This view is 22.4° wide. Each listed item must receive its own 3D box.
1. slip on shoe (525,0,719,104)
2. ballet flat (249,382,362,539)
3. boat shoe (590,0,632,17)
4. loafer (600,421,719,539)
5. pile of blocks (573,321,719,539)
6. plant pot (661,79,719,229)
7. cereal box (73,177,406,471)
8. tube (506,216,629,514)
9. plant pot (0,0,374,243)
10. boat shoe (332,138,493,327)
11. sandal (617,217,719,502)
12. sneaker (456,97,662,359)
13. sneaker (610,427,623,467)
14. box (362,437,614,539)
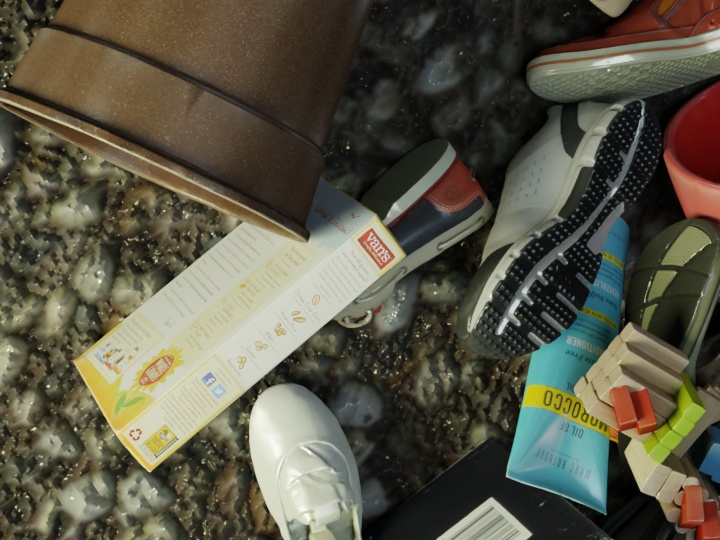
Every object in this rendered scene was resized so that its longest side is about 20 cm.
[{"bbox_3d":[0.202,-0.158,1.215,0.199,0.074,0.061,-17,74,-8],"label":"slip on shoe"},{"bbox_3d":[-0.024,0.173,1.217,0.069,0.069,0.201,-16,108,-14],"label":"ballet flat"},{"bbox_3d":[0.098,-0.229,1.153,0.200,0.072,0.065,27,115,-15],"label":"boat shoe"},{"bbox_3d":[0.238,0.164,1.255,0.072,0.063,0.200,18,131,-24],"label":"loafer"},{"bbox_3d":[0.212,0.125,1.150,0.082,0.062,0.200,-30,116,9],"label":"pile of blocks"},{"bbox_3d":[0.317,-0.028,1.223,0.200,0.200,0.178,-24,119,-12],"label":"plant pot"},{"bbox_3d":[-0.077,0.025,1.119,0.200,0.144,0.040,-39,113,-5],"label":"cereal box"},{"bbox_3d":[0.140,0.056,1.194,0.077,0.050,0.201,21,61,-17],"label":"tube"},{"bbox_3d":[-0.081,-0.146,1.055,0.200,0.200,0.199,26,88,-23],"label":"plant pot"},{"bbox_3d":[0.000,0.000,1.181,0.200,0.071,0.063,-42,115,-9],"label":"boat shoe"},{"bbox_3d":[0.213,0.057,1.199,0.057,0.080,0.202,-6,118,-21],"label":"sandal"},{"bbox_3d":[0.118,-0.028,1.187,0.200,0.080,0.074,-55,129,-18],"label":"sneaker"},{"bbox_3d":[0.224,0.110,1.292,0.199,0.073,0.077,19,111,-15],"label":"sneaker"},{"bbox_3d":[0.127,0.246,1.215,0.123,0.200,0.199,-36,113,-7],"label":"box"}]
